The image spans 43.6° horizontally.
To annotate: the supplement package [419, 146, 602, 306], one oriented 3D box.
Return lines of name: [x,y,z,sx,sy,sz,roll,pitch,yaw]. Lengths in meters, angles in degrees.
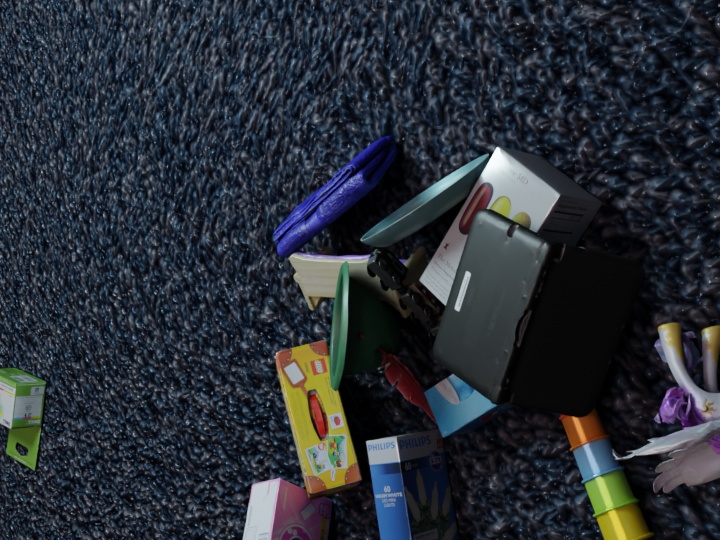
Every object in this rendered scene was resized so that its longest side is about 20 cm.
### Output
supplement package: [0.185,-0.036,1.121,0.114,0.109,0.201,44,116,33]

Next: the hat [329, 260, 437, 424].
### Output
hat: [0.052,0.090,1.211,0.201,0.174,0.167,101,172,-47]

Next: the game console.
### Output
game console: [0.200,0.050,1.048,0.175,0.116,0.202,34,116,43]

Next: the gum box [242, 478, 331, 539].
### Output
gum box: [-0.114,0.424,1.323,0.066,0.113,0.202,-22,48,39]

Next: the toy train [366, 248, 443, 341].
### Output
toy train: [0.079,0.042,1.190,0.034,0.200,0.046,-23,33,37]

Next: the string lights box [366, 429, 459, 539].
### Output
string lights box: [0.074,0.323,1.214,0.059,0.102,0.202,-17,78,41]

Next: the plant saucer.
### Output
plant saucer: [0.089,-0.085,1.170,0.199,0.200,0.028,-30,96,37]

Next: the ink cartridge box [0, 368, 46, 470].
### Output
ink cartridge box: [-0.777,0.331,2.004,0.147,0.075,0.202,10,94,42]

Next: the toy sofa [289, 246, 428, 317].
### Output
toy sofa: [0.000,0.000,1.283,0.199,0.083,0.098,1,124,43]

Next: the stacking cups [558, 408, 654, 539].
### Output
stacking cups: [0.278,0.226,1.068,0.060,0.060,0.201,-37,61,35]

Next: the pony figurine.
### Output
pony figurine: [0.371,0.150,0.937,0.192,0.166,0.202,-19,60,32]

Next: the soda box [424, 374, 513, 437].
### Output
soda box: [0.178,0.140,1.152,0.200,0.064,0.068,-39,64,34]

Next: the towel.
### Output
towel: [-0.039,-0.113,1.311,0.050,0.148,0.200,46,125,-11]

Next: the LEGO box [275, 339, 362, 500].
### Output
LEGO box: [-0.062,0.221,1.307,0.149,0.076,0.202,101,154,-72]
